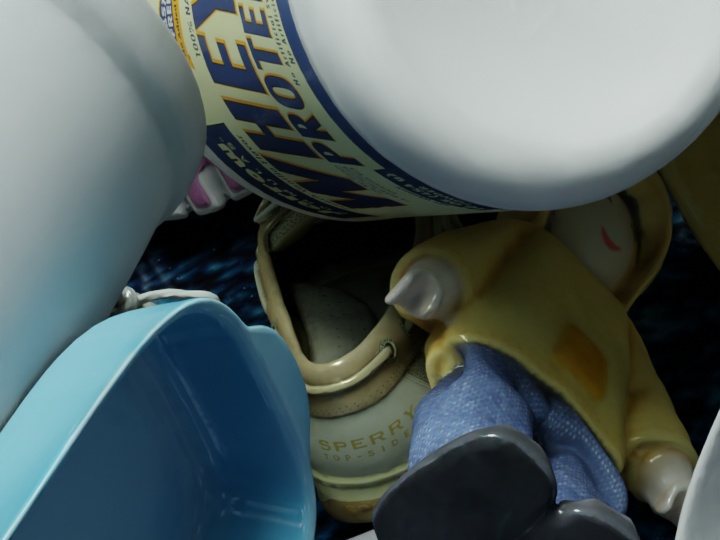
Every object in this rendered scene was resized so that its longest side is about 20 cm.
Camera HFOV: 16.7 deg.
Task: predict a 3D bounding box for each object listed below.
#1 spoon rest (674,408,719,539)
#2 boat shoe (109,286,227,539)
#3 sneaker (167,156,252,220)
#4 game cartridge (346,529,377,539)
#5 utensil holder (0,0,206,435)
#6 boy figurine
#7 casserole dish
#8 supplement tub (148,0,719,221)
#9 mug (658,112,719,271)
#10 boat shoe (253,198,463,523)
[{"bbox_3d":[0.130,0.041,0.662,0.099,0.201,0.061,1,6,29],"label":"spoon rest"},{"bbox_3d":[-0.080,0.037,0.785,0.074,0.087,0.202,3,20,-16],"label":"boat shoe"},{"bbox_3d":[-0.107,-0.058,0.927,0.199,0.081,0.089,-20,29,21],"label":"sneaker"},{"bbox_3d":[-0.003,0.164,0.694,0.129,0.039,0.201,-18,42,1],"label":"game cartridge"},{"bbox_3d":[-0.156,0.009,0.661,0.169,0.170,0.201,7,58,30],"label":"utensil holder"},{"bbox_3d":[0.062,0.031,0.750,0.064,0.124,0.200,-42,13,31],"label":"boy figurine"},{"bbox_3d":[-0.076,0.095,0.626,0.039,0.121,0.200,9,52,30],"label":"casserole dish"},{"bbox_3d":[0.016,-0.089,0.738,0.145,0.145,0.200,-40,13,-17],"label":"supplement tub"},{"bbox_3d":[0.178,-0.077,0.781,0.153,0.150,0.186,-32,48,-21],"label":"mug"},{"bbox_3d":[-0.002,0.001,0.824,0.073,0.063,0.201,-16,32,10],"label":"boat shoe"}]
